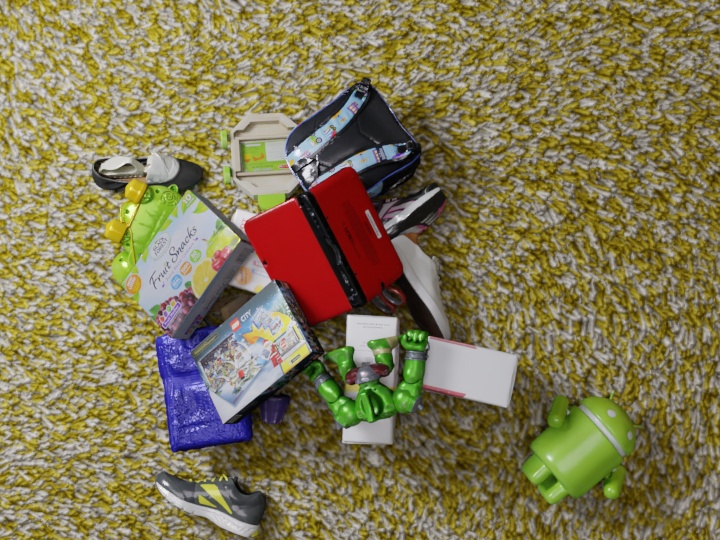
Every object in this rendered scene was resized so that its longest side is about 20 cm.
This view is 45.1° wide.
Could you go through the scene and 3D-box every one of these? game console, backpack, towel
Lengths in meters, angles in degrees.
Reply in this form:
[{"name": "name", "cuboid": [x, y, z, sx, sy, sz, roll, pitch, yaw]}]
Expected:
[{"name": "game console", "cuboid": [-0.055, -0.036, 1.385, 0.172, 0.118, 0.201, -37, 106, -38]}, {"name": "backpack", "cuboid": [-0.021, -0.191, 1.460, 0.200, 0.135, 0.183, -35, 80, -10]}, {"name": "towel", "cuboid": [-0.263, 0.195, 1.445, 0.147, 0.050, 0.201, -11, 83, 6]}]

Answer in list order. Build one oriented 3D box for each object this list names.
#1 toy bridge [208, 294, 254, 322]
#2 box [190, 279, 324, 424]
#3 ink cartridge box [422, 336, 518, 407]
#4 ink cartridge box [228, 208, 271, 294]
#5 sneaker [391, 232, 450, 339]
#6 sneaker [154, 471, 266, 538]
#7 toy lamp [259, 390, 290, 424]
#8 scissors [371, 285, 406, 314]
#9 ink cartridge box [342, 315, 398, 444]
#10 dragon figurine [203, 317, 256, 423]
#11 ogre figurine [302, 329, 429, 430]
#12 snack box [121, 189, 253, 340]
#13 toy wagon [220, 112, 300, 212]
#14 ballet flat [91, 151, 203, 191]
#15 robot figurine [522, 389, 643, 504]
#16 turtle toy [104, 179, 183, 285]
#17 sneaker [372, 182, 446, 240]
[{"name": "toy bridge", "cuboid": [-0.212, 0.065, 1.489, 0.199, 0.067, 0.027, -1, 113, 32]}, {"name": "box", "cuboid": [-0.164, 0.128, 1.356, 0.200, 0.038, 0.137, -39, 64, 20]}, {"name": "ink cartridge box", "cuboid": [0.168, 0.165, 1.397, 0.144, 0.200, 0.084, 11, 83, 6]}, {"name": "ink cartridge box", "cuboid": [-0.147, -0.017, 1.476, 0.199, 0.125, 0.129, 16, 87, 5]}, {"name": "sneaker", "cuboid": [0.116, 0.027, 1.474, 0.084, 0.073, 0.201, -33, 102, -27]}, {"name": "sneaker", "cuboid": [-0.252, 0.381, 1.484, 0.199, 0.074, 0.085, 25, 82, -2]}, {"name": "toy lamp", "cuboid": [-0.140, 0.162, 1.489, 0.058, 0.058, 0.201, 8, 93, 5]}, {"name": "scissors", "cuboid": [0.000, 0.000, 1.464, 0.200, 0.073, 0.014, 45, 54, -16]}, {"name": "ink cartridge box", "cuboid": [0.020, 0.177, 1.428, 0.083, 0.145, 0.201, 3, 86, 4]}, {"name": "dragon figurine", "cuboid": [-0.238, 0.176, 1.500, 0.099, 0.059, 0.200, -43, 84, 0]}, {"name": "ogre figurine", "cuboid": [0.014, 0.168, 1.300, 0.199, 0.098, 0.121, -12, 78, 0]}, {"name": "snack box", "cuboid": [-0.282, -0.008, 1.417, 0.142, 0.053, 0.200, 41, 99, 26]}, {"name": "toy wagon", "cuboid": [-0.162, -0.179, 1.511, 0.154, 0.040, 0.201, -4, 73, -7]}, {"name": "ballet flat", "cuboid": [-0.382, -0.174, 1.534, 0.199, 0.068, 0.068, -4, 65, 4]}, {"name": "robot figurine", "cuboid": [0.360, 0.287, 1.411, 0.200, 0.116, 0.176, -39, 92, -1]}, {"name": "turtle toy", "cuboid": [-0.368, -0.060, 1.510, 0.145, 0.101, 0.201, 28, 90, -17]}, {"name": "sneaker", "cuboid": [0.053, -0.096, 1.494, 0.200, 0.080, 0.086, -35, 62, -8]}]
